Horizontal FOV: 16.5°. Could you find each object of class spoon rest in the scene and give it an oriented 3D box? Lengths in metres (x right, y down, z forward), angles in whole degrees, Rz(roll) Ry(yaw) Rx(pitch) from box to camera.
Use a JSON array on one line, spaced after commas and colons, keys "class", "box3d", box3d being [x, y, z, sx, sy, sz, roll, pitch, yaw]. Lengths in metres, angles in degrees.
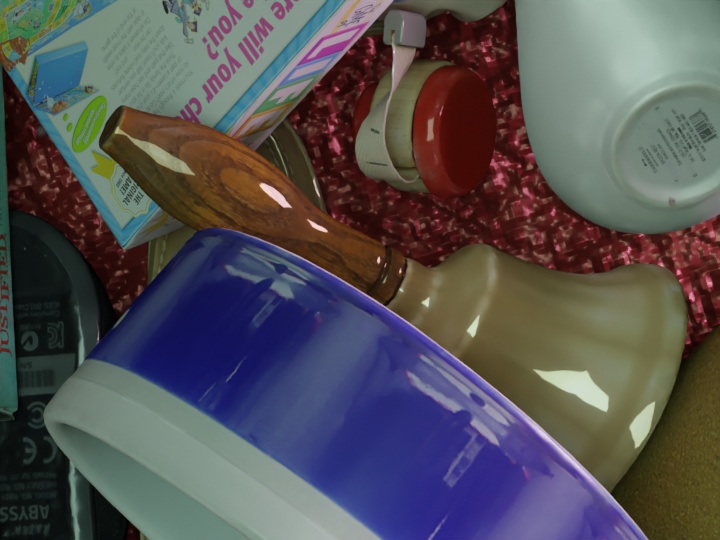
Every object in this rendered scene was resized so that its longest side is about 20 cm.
[{"class": "spoon rest", "box3d": [0.087, -0.091, 0.861, 0.099, 0.061, 0.200, -28, 127, 8]}]

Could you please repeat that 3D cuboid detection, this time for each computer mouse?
[{"class": "computer mouse", "box3d": [-0.131, 0.079, 0.921, 0.138, 0.053, 0.202, 0, 83, 21]}]

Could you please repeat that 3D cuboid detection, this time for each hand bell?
[{"class": "hand bell", "box3d": [0.000, 0.000, 0.833, 0.199, 0.104, 0.105, 29, 94, -19]}]

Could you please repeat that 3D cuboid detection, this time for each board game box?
[{"class": "board game box", "box3d": [-0.058, -0.116, 0.826, 0.135, 0.034, 0.200, 56, 134, 10]}]

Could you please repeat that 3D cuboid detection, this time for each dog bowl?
[{"class": "dog bowl", "box3d": [-0.001, 0.079, 0.792, 0.200, 0.200, 0.079, 37, 76, 6]}]

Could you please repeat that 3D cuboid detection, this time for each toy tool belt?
[{"class": "toy tool belt", "box3d": [-0.007, -0.129, 0.890, 0.122, 0.125, 0.202, 5, 93, 33]}]

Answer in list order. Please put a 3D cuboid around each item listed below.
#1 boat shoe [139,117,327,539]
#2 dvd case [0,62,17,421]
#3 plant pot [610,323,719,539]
[{"class": "boat shoe", "box3d": [-0.048, 0.035, 0.909, 0.071, 0.065, 0.202, 0, 91, 7]}, {"class": "dvd case", "box3d": [-0.223, -0.009, 0.926, 0.199, 0.022, 0.147, -7, 81, 20]}, {"class": "plant pot", "box3d": [0.185, 0.058, 0.837, 0.199, 0.186, 0.187, -28, 87, 20]}]
